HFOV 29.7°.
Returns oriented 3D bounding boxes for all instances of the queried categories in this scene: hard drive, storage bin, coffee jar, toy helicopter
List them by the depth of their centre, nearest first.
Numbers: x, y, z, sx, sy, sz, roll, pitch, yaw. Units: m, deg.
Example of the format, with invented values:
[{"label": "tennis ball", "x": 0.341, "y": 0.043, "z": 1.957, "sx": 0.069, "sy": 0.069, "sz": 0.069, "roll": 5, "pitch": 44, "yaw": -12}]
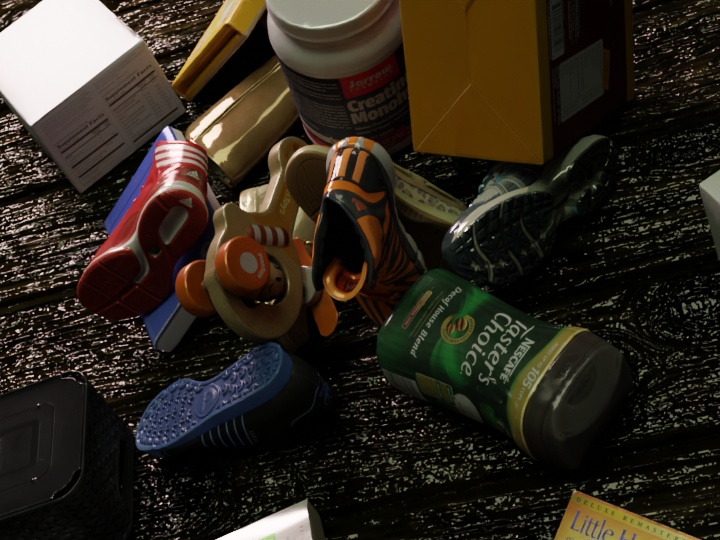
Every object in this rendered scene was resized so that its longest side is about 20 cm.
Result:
[{"label": "coffee jar", "x": 0.114, "y": 0.077, "z": 1.082, "sx": 0.199, "sy": 0.086, "sz": 0.105, "roll": 23, "pitch": 65, "yaw": 39}, {"label": "toy helicopter", "x": -0.068, "y": -0.027, "z": 1.171, "sx": 0.078, "sy": 0.132, "sz": 0.202, "roll": -26, "pitch": 39, "yaw": 45}, {"label": "storage bin", "x": -0.308, "y": 0.190, "z": 1.199, "sx": 0.197, "sy": 0.094, "sz": 0.136, "roll": -19, "pitch": 46, "yaw": 11}, {"label": "hard drive", "x": -0.190, "y": -0.035, "z": 1.340, "sx": 0.133, "sy": 0.025, "sz": 0.201, "roll": -54, "pitch": 41, "yaw": 20}]

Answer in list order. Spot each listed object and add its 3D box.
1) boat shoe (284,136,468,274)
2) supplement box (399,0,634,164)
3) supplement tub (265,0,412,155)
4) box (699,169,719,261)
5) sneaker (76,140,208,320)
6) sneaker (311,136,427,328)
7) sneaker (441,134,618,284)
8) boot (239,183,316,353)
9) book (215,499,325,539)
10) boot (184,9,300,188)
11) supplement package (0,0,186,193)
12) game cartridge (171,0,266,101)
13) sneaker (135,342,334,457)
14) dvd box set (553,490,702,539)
[{"label": "boat shoe", "x": 0.020, "y": -0.060, "z": 1.194, "sx": 0.073, "sy": 0.198, "sz": 0.063, "roll": -46, "pitch": 29, "yaw": 31}, {"label": "supplement box", "x": 0.143, "y": -0.225, "z": 1.203, "sx": 0.131, "sy": 0.200, "sz": 0.199, "roll": 9, "pitch": 27, "yaw": 33}, {"label": "supplement tub", "x": -0.010, "y": -0.213, "z": 1.303, "sx": 0.138, "sy": 0.201, "sz": 0.142, "roll": -6, "pitch": 58, "yaw": 10}, {"label": "box", "x": 0.384, "y": -0.058, "z": 1.050, "sx": 0.199, "sy": 0.098, "sz": 0.125, "roll": -33, "pitch": 44, "yaw": -2}, {"label": "sneaker", "x": -0.196, "y": -0.043, "z": 1.294, "sx": 0.200, "sy": 0.078, "sz": 0.117, "roll": -39, "pitch": 28, "yaw": 36}, {"label": "sneaker", "x": 0.000, "y": 0.000, "z": 1.120, "sx": 0.076, "sy": 0.202, "sz": 0.113, "roll": -4, "pitch": 41, "yaw": 21}, {"label": "sneaker", "x": 0.136, "y": -0.056, "z": 1.191, "sx": 0.199, "sy": 0.079, "sz": 0.086, "roll": -33, "pitch": 33, "yaw": -29}, {"label": "boot", "x": -0.029, "y": -0.026, "z": 1.259, "sx": 0.153, "sy": 0.073, "sz": 0.202, "roll": -21, "pitch": 43, "yaw": 8}, {"label": "book", "x": -0.114, "y": 0.275, "z": 1.062, "sx": 0.198, "sy": 0.048, "sz": 0.134, "roll": -26, "pitch": 41, "yaw": 8}, {"label": "boot", "x": -0.116, "y": -0.200, "z": 1.459, "sx": 0.200, "sy": 0.066, "sz": 0.175, "roll": -44, "pitch": 45, "yaw": -10}, {"label": "supplement package", "x": -0.322, "y": -0.214, "z": 1.545, "sx": 0.155, "sy": 0.111, "sz": 0.200, "roll": -39, "pitch": 45, "yaw": -9}, {"label": "game cartridge", "x": -0.128, "y": -0.301, "z": 1.508, "sx": 0.176, "sy": 0.032, "sz": 0.202, "roll": -32, "pitch": 29, "yaw": 57}, {"label": "sneaker", "x": -0.110, "y": 0.127, "z": 1.175, "sx": 0.199, "sy": 0.078, "sz": 0.071, "roll": -25, "pitch": 42, "yaw": 37}, {"label": "dvd box set", "x": 0.167, "y": 0.263, "z": 0.896, "sx": 0.145, "sy": 0.029, "sz": 0.202, "roll": 16, "pitch": 76, "yaw": 37}]
